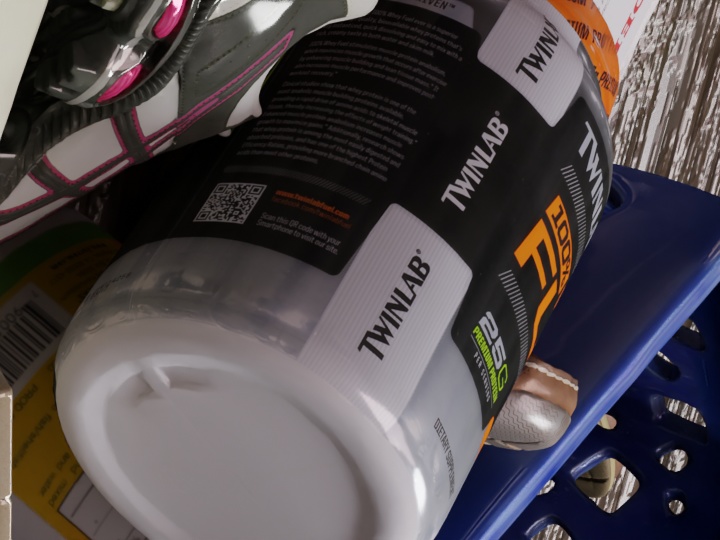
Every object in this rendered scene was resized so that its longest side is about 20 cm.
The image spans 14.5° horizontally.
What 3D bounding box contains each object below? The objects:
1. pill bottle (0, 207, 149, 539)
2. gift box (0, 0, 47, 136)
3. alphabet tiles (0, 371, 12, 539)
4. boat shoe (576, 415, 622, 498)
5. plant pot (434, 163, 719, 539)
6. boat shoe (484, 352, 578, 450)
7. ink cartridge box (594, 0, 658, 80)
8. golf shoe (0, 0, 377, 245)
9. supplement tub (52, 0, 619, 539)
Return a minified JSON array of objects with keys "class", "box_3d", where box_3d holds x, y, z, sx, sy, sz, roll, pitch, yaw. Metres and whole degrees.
[{"class":"pill bottle","box_3d":[-0.058,0.080,0.924,0.111,0.200,0.111,-46,163,-19]},{"class":"gift box","box_3d":[-0.174,-0.065,0.685,0.200,0.184,0.188,15,98,-50]},{"class":"alphabet tiles","box_3d":[-0.132,0.026,0.814,0.006,0.200,0.167,-10,122,-22]},{"class":"boat shoe","box_3d":[0.093,0.024,1.253,0.068,0.072,0.201,-46,141,-25]},{"class":"plant pot","box_3d":[0.041,0.067,1.094,0.200,0.179,0.200,-47,144,-19]},{"class":"boat shoe","box_3d":[0.000,0.000,0.976,0.076,0.200,0.072,32,87,-51]},{"class":"ink cartridge box","box_3d":[0.058,-0.138,1.039,0.147,0.083,0.200,-64,163,-1]},{"class":"golf shoe","box_3d":[-0.076,-0.048,0.807,0.088,0.200,0.078,9,64,-34]},{"class":"supplement tub","box_3d":[0.002,-0.009,0.858,0.123,0.122,0.200,81,30,-43]}]
